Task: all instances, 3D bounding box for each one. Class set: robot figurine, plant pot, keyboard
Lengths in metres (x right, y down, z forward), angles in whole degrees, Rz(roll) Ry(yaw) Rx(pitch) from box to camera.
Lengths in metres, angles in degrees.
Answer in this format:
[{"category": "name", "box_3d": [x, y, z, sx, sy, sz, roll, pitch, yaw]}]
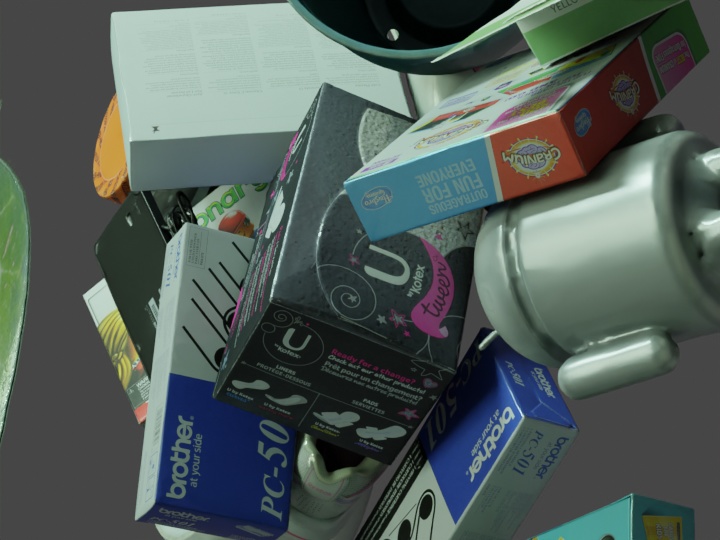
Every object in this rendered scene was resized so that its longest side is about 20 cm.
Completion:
[{"category": "robot figurine", "box_3d": [0.146, -0.009, 1.261, 0.200, 0.113, 0.170, -16, 50, 36]}, {"category": "plant pot", "box_3d": [0.047, -0.216, 1.493, 0.188, 0.200, 0.200, 44, -122, -78]}, {"category": "keyboard", "box_3d": [-0.122, 0.027, 1.590, 0.104, 0.040, 0.200, -51, 52, 33]}]

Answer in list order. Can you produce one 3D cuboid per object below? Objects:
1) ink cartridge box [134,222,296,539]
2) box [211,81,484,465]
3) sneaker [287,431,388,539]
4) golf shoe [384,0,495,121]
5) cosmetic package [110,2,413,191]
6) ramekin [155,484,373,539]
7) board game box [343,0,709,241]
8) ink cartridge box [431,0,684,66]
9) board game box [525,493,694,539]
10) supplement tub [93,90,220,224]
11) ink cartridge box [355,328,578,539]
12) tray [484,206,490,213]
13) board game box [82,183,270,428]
[{"category": "ink cartridge box", "box_3d": [-0.089, 0.075, 1.489, 0.044, 0.094, 0.200, 138, 141, -58]}, {"category": "box", "box_3d": [0.000, 0.000, 1.454, 0.115, 0.132, 0.200, 121, 166, -47]}, {"category": "sneaker", "box_3d": [0.005, 0.085, 1.521, 0.200, 0.081, 0.088, -69, 9, -25]}, {"category": "golf shoe", "box_3d": [0.044, -0.181, 1.623, 0.073, 0.092, 0.200, -38, 46, 47]}, {"category": "cosmetic package", "box_3d": [-0.073, -0.127, 1.608, 0.151, 0.200, 0.052, -104, 13, -48]}, {"category": "ramekin", "box_3d": [-0.077, 0.135, 1.671, 0.200, 0.105, 0.200, -39, 43, 50]}, {"category": "board game box", "box_3d": [0.101, -0.092, 1.328, 0.153, 0.040, 0.200, -17, 16, 36]}, {"category": "ink cartridge box", "box_3d": [0.148, -0.161, 1.286, 0.145, 0.048, 0.200, -23, 13, 38]}, {"category": "board game box", "box_3d": [0.116, 0.229, 1.299, 0.200, 0.047, 0.151, -33, 48, 53]}, {"category": "supplement tub", "box_3d": [-0.094, -0.076, 1.712, 0.123, 0.200, 0.123, -39, 42, 49]}, {"category": "ink cartridge box", "box_3d": [0.062, 0.145, 1.442, 0.200, 0.044, 0.094, -60, 29, 26]}, {"category": "tray", "box_3d": [0.144, -0.052, 1.416, 0.099, 0.037, 0.200, -68, 27, 12]}, {"category": "board game box", "box_3d": [-0.097, 0.010, 1.616, 0.200, 0.035, 0.126, -38, 54, 12]}]
